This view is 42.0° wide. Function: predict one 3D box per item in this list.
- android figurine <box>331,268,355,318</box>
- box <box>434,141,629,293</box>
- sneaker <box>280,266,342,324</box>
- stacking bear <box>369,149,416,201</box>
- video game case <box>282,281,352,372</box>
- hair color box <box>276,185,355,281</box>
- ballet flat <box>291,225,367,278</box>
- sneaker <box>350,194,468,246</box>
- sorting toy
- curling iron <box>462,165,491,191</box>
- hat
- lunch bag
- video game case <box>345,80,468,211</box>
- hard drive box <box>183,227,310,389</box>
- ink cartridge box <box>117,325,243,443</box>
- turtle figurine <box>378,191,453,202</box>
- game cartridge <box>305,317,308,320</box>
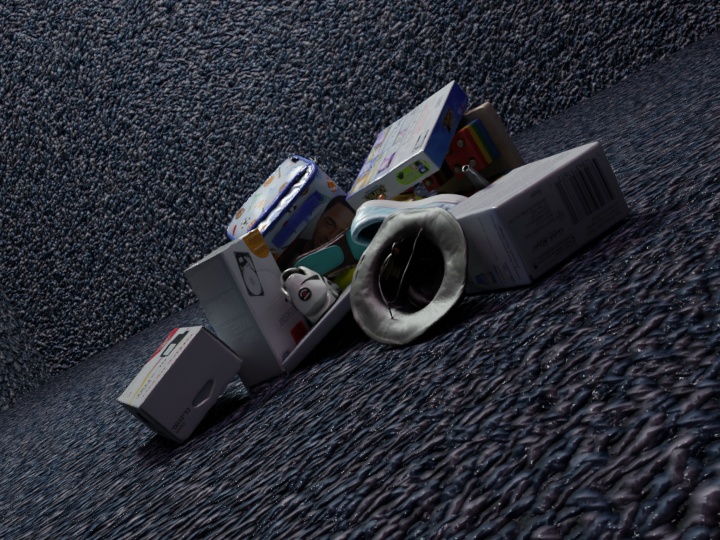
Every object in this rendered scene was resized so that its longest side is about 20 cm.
[{"bbox_3d":[0.000,0.000,1.575,0.181,0.041,0.202,-21,34,48],"label":"android figurine"},{"bbox_3d":[0.206,-0.062,1.206,0.183,0.106,0.199,-31,8,-23],"label":"box"},{"bbox_3d":[-0.080,0.029,1.440,0.074,0.088,0.200,-49,0,-5],"label":"sneaker"},{"bbox_3d":[0.057,-0.118,1.687,0.119,0.204,0.114,-2,9,7],"label":"stacking bear"},{"bbox_3d":[-0.023,0.047,1.385,0.200,0.022,0.182,-48,2,24],"label":"video game case"},{"bbox_3d":[-0.076,-0.037,1.590,0.201,0.101,0.061,-54,24,-13],"label":"hair color box"},{"bbox_3d":[-0.017,-0.032,1.512,0.198,0.069,0.075,-24,-4,14],"label":"ballet flat"},{"bbox_3d":[0.079,-0.056,1.333,0.197,0.075,0.082,-3,35,23],"label":"sneaker"},{"bbox_3d":[0.180,-0.147,1.559,0.069,0.200,0.199,-39,12,-35],"label":"sorting toy"},{"bbox_3d":[0.192,-0.094,1.351,0.049,0.026,0.200,-19,-33,21],"label":"curling iron"},{"bbox_3d":[0.080,0.017,1.192,0.199,0.204,0.080,-26,-38,38],"label":"hat"},{"bbox_3d":[-0.130,-0.104,1.572,0.201,0.075,0.160,-50,25,-2],"label":"lunch bag"},{"bbox_3d":[0.078,-0.197,1.524,0.180,0.045,0.201,-28,26,41],"label":"video game case"},{"bbox_3d":[-0.167,0.055,1.441,0.076,0.202,0.156,-24,9,20],"label":"hard drive box"},{"bbox_3d":[-0.265,0.161,1.367,0.146,0.083,0.199,-53,15,-18],"label":"ink cartridge box"},{"bbox_3d":[0.130,-0.091,1.465,0.161,0.197,0.065,-45,-24,-77],"label":"turtle figurine"},{"bbox_3d":[-0.041,0.043,1.732,0.132,0.041,0.199,-29,6,-35],"label":"game cartridge"}]
